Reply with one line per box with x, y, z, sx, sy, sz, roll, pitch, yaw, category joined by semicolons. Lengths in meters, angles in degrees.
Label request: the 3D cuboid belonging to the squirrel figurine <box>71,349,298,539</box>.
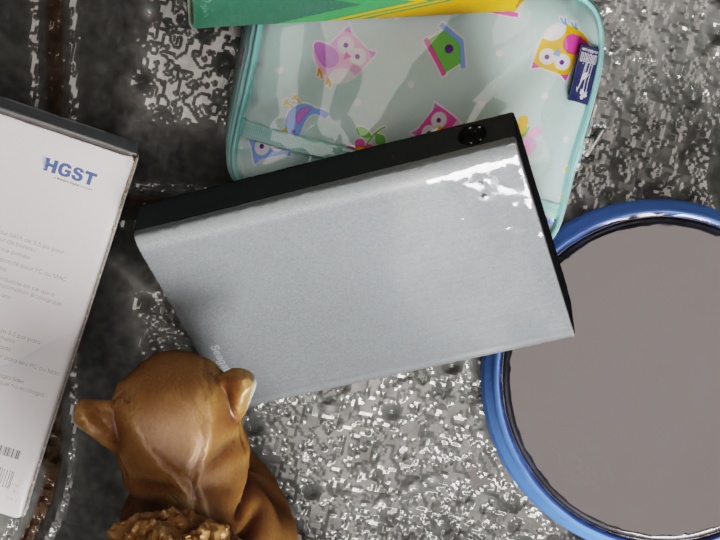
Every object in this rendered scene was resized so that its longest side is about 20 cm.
-0.081;0.143;0.769;0.140;0.200;0.188;-6;112;0;squirrel figurine

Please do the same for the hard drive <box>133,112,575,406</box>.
0.000;0.000;0.788;0.198;0.033;0.140;-13;133;12;hard drive

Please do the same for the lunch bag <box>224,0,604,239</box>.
0.030;-0.090;0.812;0.198;0.077;0.162;13;96;-8;lunch bag

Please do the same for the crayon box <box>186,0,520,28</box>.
0.010;-0.191;0.742;0.198;0.052;0.127;-4;80;-7;crayon box

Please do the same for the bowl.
0.167;0.060;0.848;0.198;0.039;0.203;0;89;4;bowl

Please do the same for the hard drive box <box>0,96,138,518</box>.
-0.218;0.006;0.793;0.155;0.077;0.202;19;96;-10;hard drive box
